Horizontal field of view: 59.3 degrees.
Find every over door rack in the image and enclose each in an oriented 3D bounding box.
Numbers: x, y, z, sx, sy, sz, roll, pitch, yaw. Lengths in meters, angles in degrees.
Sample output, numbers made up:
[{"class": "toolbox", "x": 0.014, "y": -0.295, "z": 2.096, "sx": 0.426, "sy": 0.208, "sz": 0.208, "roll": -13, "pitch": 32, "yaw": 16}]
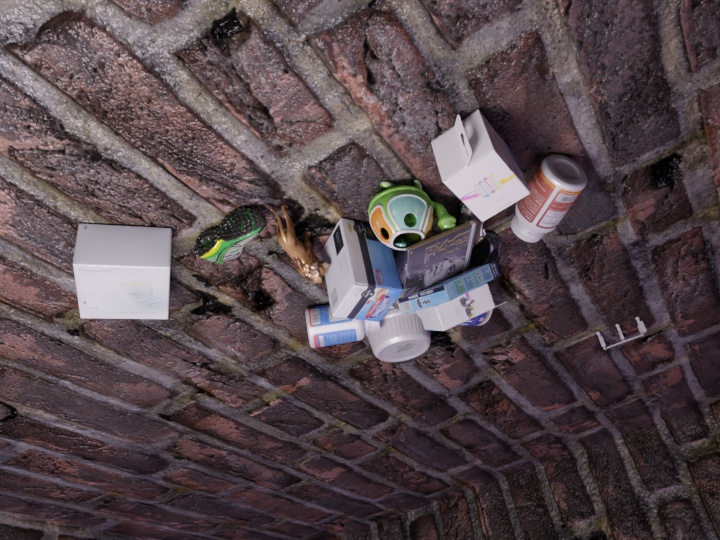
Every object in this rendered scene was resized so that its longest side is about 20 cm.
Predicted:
[{"class": "over door rack", "x": 0.861, "y": 0.205, "z": 2.089, "sx": 0.146, "sy": 0.067, "sz": 0.200, "roll": -25, "pitch": 162, "yaw": 17}]

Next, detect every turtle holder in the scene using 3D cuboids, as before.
[{"class": "turtle holder", "x": 0.110, "y": -0.112, "z": 1.447, "sx": 0.184, "sy": 0.133, "sz": 0.141, "roll": 19, "pitch": 133, "yaw": -33}]

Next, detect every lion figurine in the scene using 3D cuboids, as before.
[{"class": "lion figurine", "x": -0.151, "y": -0.057, "z": 1.457, "sx": 0.072, "sy": 0.124, "sz": 0.200, "roll": -27, "pitch": 139, "yaw": 21}]

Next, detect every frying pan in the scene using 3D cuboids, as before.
[{"class": "frying pan", "x": 0.295, "y": -0.063, "z": 1.613, "sx": 0.115, "sy": 0.031, "sz": 0.190, "roll": -52, "pitch": 130, "yaw": -5}]

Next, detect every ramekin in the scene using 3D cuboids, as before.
[{"class": "ramekin", "x": 0.115, "y": 0.194, "z": 1.851, "sx": 0.199, "sy": 0.095, "sz": 0.203, "roll": -9, "pitch": 150, "yaw": -5}]

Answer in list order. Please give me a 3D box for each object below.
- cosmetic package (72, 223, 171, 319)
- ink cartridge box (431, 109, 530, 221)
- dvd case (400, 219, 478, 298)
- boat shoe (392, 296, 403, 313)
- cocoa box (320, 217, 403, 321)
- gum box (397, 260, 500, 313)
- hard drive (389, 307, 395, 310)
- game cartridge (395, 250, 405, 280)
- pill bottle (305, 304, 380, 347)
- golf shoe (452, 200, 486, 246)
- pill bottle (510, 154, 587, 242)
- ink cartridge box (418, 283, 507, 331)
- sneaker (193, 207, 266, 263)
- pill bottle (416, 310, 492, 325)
[{"class": "cosmetic package", "x": -0.535, "y": 0.007, "z": 1.440, "sx": 0.197, "sy": 0.124, "sz": 0.201, "roll": 2, "pitch": 140, "yaw": -17}, {"class": "ink cartridge box", "x": 0.248, "y": -0.226, "z": 1.341, "sx": 0.124, "sy": 0.130, "sz": 0.199, "roll": -31, "pitch": 138, "yaw": 24}, {"class": "dvd case", "x": 0.182, "y": -0.026, "z": 1.460, "sx": 0.198, "sy": 0.016, "sz": 0.150, "roll": -23, "pitch": 139, "yaw": -25}, {"class": "boat shoe", "x": 0.093, "y": 0.062, "z": 1.681, "sx": 0.060, "sy": 0.073, "sz": 0.201, "roll": 22, "pitch": 174, "yaw": 30}, {"class": "cocoa box", "x": 0.000, "y": 0.000, "z": 1.504, "sx": 0.130, "sy": 0.202, "sz": 0.134, "roll": 9, "pitch": 138, "yaw": -26}, {"class": "gum box", "x": 0.218, "y": 0.041, "z": 1.550, "sx": 0.199, "sy": 0.045, "sz": 0.169, "roll": -23, "pitch": -179, "yaw": -39}, {"class": "hard drive", "x": 0.074, "y": 0.038, "z": 1.717, "sx": 0.131, "sy": 0.027, "sz": 0.199, "roll": -33, "pitch": 138, "yaw": 25}, {"class": "game cartridge", "x": 0.179, "y": -0.019, "z": 1.643, "sx": 0.198, "sy": 0.041, "sz": 0.134, "roll": 1, "pitch": 140, "yaw": -26}, {"class": "pill bottle", "x": -0.048, "y": 0.145, "z": 1.750, "sx": 0.197, "sy": 0.113, "sz": 0.113, "roll": -8, "pitch": 143, "yaw": -2}, {"class": "golf shoe", "x": 0.257, "y": -0.074, "z": 1.538, "sx": 0.093, "sy": 0.078, "sz": 0.202, "roll": 10, "pitch": 122, "yaw": -15}, {"class": "pill bottle", "x": 0.434, "y": -0.163, "z": 1.484, "sx": 0.111, "sy": 0.113, "sz": 0.201, "roll": 3, "pitch": 141, "yaw": -18}, {"class": "ink cartridge box", "x": 0.259, "y": 0.086, "z": 1.608, "sx": 0.198, "sy": 0.069, "sz": 0.115, "roll": -21, "pitch": -176, "yaw": -19}, {"class": "sneaker", "x": -0.287, "y": -0.078, "z": 1.447, "sx": 0.198, "sy": 0.079, "sz": 0.085, "roll": -24, "pitch": 149, "yaw": 30}, {"class": "pill bottle", "x": 0.254, "y": 0.091, "z": 1.736, "sx": 0.198, "sy": 0.121, "sz": 0.120, "roll": 3, "pitch": 141, "yaw": -30}]
